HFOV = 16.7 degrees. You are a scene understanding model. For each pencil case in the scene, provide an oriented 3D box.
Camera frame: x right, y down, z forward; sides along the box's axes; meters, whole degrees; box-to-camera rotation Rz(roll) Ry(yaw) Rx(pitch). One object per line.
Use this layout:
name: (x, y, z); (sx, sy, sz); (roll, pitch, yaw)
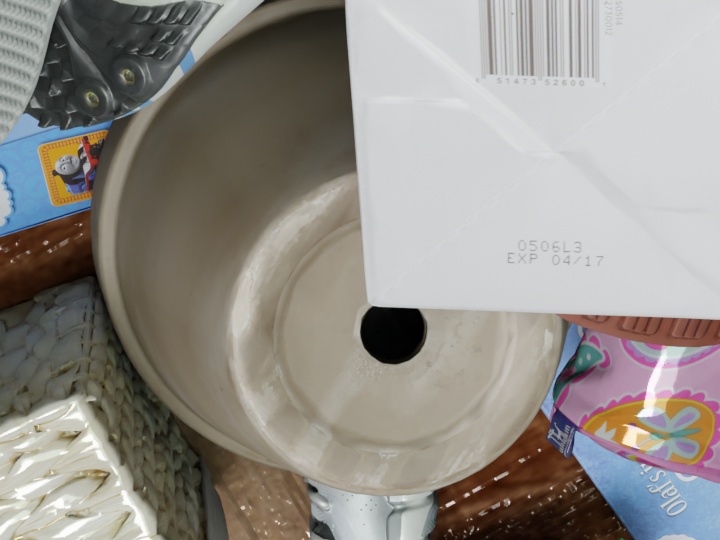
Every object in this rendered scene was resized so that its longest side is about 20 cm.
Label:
pencil case: (0.137, -0.018, 0.953); (0.087, 0.087, 0.201); (17, 100, -13)

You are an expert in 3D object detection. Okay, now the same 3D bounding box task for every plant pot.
plant pot: (0.000, 0.000, 0.908); (0.199, 0.174, 0.201); (-2, 105, -6)

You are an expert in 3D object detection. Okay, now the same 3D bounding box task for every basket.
basket: (-0.136, 0.098, 0.976); (0.135, 0.200, 0.124); (-25, 104, 1)

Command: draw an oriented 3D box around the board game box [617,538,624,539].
board game box: (0.074, 0.205, 1.079); (0.134, 0.029, 0.200); (-21, 138, 1)

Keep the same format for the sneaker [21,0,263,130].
sneaker: (-0.061, -0.120, 0.910); (0.200, 0.072, 0.072); (-38, 88, 29)

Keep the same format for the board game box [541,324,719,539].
board game box: (0.187, 0.042, 1.075); (0.199, 0.043, 0.200); (-35, 110, 5)

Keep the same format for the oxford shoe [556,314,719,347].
oxford shoe: (0.134, -0.025, 0.860); (0.199, 0.074, 0.071); (-7, 135, -31)

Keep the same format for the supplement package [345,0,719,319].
supplement package: (0.069, -0.093, 0.785); (0.121, 0.200, 0.120); (2, 127, 8)

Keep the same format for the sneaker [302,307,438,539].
sneaker: (-0.022, 0.077, 1.053); (0.115, 0.075, 0.201); (10, 97, -6)

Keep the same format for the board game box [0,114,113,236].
board game box: (-0.107, -0.099, 0.976); (0.199, 0.037, 0.152); (-18, 125, -2)

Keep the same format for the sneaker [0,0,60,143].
sneaker: (-0.146, -0.120, 0.865); (0.082, 0.074, 0.200); (38, 132, 10)
